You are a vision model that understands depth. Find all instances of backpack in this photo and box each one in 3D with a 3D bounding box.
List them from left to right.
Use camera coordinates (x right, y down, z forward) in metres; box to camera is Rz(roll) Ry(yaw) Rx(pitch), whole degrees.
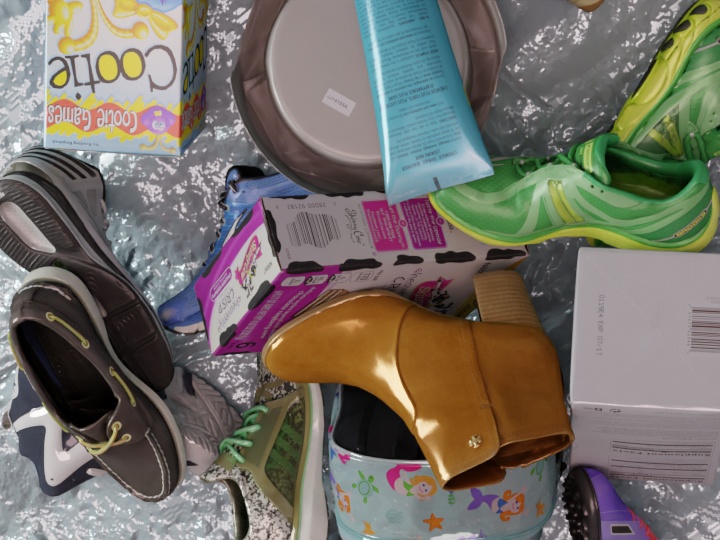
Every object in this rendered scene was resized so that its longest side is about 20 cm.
[{"bbox_3d":[0.062,0.138,1.586,0.176,0.200,0.152,-2,105,7],"label":"backpack"}]

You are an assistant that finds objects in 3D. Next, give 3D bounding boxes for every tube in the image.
[{"bbox_3d":[0.032,-0.151,1.496,0.077,0.050,0.202,-17,79,23],"label":"tube"}]

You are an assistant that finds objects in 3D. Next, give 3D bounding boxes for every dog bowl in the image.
[{"bbox_3d":[0.005,-0.145,1.562,0.198,0.059,0.202,0,87,1],"label":"dog bowl"}]

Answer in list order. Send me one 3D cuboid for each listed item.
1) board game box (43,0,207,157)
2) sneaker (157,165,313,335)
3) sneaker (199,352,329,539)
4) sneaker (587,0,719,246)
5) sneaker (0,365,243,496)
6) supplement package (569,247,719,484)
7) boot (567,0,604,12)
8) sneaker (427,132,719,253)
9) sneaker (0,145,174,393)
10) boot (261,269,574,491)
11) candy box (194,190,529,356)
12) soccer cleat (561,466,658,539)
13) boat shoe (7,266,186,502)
[{"bbox_3d":[-0.166,-0.193,1.573,0.102,0.105,0.202,4,106,5],"label":"board game box"},{"bbox_3d":[-0.079,-0.031,1.630,0.200,0.079,0.089,-42,90,7],"label":"sneaker"},{"bbox_3d":[-0.075,0.136,1.626,0.088,0.077,0.202,2,70,-21],"label":"sneaker"},{"bbox_3d":[0.223,-0.096,1.561,0.083,0.074,0.201,32,106,1],"label":"sneaker"},{"bbox_3d":[-0.187,0.133,1.684,0.198,0.080,0.130,28,122,-17],"label":"sneaker"},{"bbox_3d":[0.203,0.071,1.539,0.108,0.200,0.115,3,71,6],"label":"supplement package"},{"bbox_3d":[0.140,-0.296,1.512,0.154,0.073,0.201,22,113,-14],"label":"boot"},{"bbox_3d":[0.146,-0.061,1.492,0.198,0.074,0.084,4,135,6],"label":"sneaker"},{"bbox_3d":[-0.190,-0.011,1.623,0.075,0.116,0.201,-26,110,26],"label":"sneaker"},{"bbox_3d":[0.037,0.085,1.477,0.199,0.145,0.071,-15,146,5],"label":"boot"},{"bbox_3d":[0.000,0.000,1.544,0.198,0.136,0.061,-5,66,-28],"label":"candy box"},{"bbox_3d":[0.197,0.208,1.630,0.073,0.069,0.201,-17,134,1],"label":"soccer cleat"},{"bbox_3d":[-0.193,0.095,1.582,0.071,0.061,0.202,-20,115,23],"label":"boat shoe"}]
